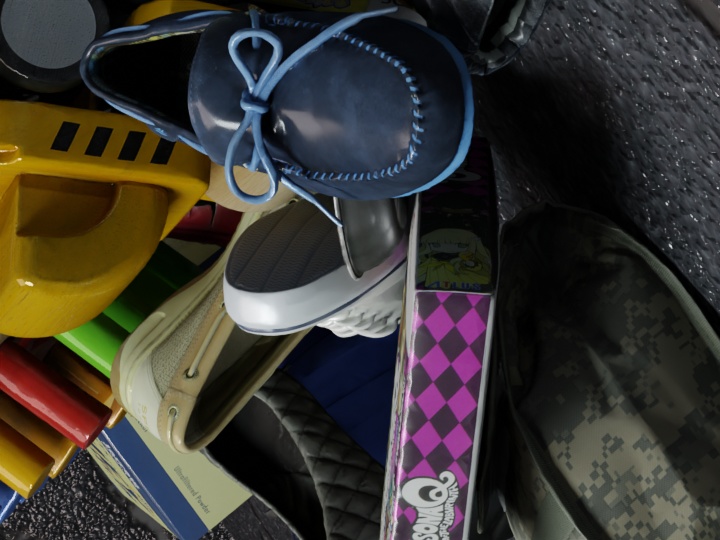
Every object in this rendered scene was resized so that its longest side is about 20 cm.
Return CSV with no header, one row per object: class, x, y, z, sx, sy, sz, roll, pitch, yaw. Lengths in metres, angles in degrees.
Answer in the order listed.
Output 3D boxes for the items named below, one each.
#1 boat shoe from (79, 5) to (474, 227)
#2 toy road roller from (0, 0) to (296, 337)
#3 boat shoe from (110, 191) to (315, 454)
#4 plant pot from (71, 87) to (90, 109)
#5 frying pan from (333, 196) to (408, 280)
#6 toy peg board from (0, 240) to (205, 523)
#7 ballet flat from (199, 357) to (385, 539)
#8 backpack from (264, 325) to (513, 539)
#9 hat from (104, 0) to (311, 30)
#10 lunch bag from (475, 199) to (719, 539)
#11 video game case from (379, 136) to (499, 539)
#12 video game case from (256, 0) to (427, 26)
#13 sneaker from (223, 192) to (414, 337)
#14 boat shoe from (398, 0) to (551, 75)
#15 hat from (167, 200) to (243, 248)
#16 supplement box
boat shoe,-0.038,-0.060,0.845,0.199,0.068,0.085,4,96,53
toy road roller,-0.105,-0.042,1.023,0.123,0.198,0.147,143,132,-65
boat shoe,-0.038,0.007,1.119,0.063,0.201,0.073,34,163,45
plant pot,-0.193,-0.186,1.207,0.198,0.200,0.201,36,160,34
frying pan,0.006,-0.061,0.962,0.190,0.031,0.116,-54,-39,-77
toy peg board,-0.163,0.066,1.236,0.098,0.200,0.200,35,-161,5
ballet flat,-0.042,0.095,1.120,0.200,0.057,0.067,32,126,45
backpack,0.016,0.088,1.234,0.168,0.162,0.200,53,169,13
hat,-0.090,-0.146,1.082,0.201,0.199,0.082,111,163,-76
lunch bag,0.110,0.082,0.982,0.201,0.117,0.164,56,167,21
video game case,0.030,0.065,0.932,0.182,0.036,0.201,-83,-2,-67
video game case,-0.074,-0.153,0.933,0.200,0.180,0.026,39,117,48
sneaker,0.000,0.000,1.033,0.073,0.200,0.071,5,111,25
boat shoe,0.029,-0.141,0.780,0.091,0.071,0.200,48,174,15
hat,-0.089,-0.023,1.269,0.165,0.176,0.201,35,158,50
supplement box,-0.100,0.053,1.473,0.135,0.200,0.200,55,167,-15
